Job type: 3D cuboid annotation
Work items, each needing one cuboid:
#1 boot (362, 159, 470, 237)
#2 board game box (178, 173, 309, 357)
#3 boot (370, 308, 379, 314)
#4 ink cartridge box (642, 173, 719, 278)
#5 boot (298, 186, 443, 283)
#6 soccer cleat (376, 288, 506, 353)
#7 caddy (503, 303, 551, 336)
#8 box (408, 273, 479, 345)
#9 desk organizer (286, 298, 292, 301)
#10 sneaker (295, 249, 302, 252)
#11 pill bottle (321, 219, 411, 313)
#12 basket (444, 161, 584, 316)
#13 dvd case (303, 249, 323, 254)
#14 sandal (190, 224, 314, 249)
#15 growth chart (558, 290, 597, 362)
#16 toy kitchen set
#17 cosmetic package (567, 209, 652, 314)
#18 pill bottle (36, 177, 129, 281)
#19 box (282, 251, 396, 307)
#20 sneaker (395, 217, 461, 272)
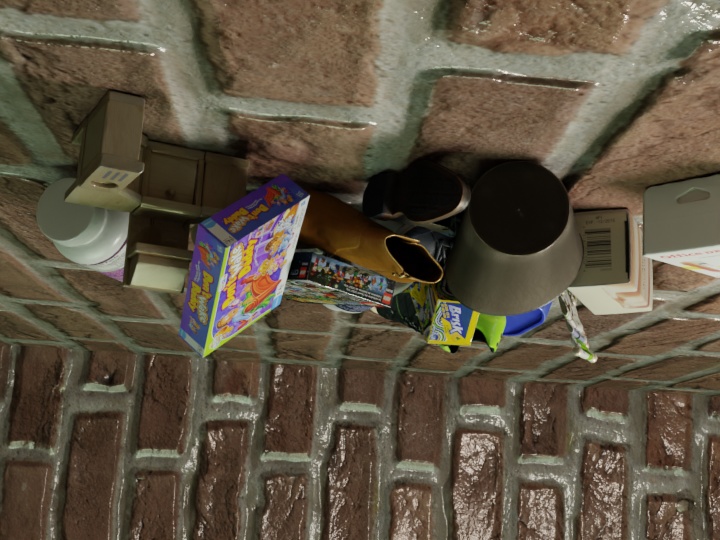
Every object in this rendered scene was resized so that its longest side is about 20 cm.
[{"bbox_3d":[0.091,-0.081,1.251,0.097,0.075,0.200,12,178,-29],"label":"boot"},{"bbox_3d":[-0.138,-0.003,1.262,0.045,0.134,0.200,40,141,18],"label":"board game box"},{"bbox_3d":[0.083,0.037,1.717,0.200,0.107,0.075,8,127,-28],"label":"boot"},{"bbox_3d":[0.447,-0.046,1.274,0.200,0.083,0.145,13,166,-37],"label":"ink cartridge box"},{"bbox_3d":[-0.001,-0.045,1.320,0.201,0.071,0.144,28,173,-20],"label":"boot"},{"bbox_3d":[0.111,0.075,1.575,0.200,0.081,0.068,5,154,23],"label":"soccer cleat"},{"bbox_3d":[0.215,0.016,1.617,0.141,0.105,0.200,27,157,-9],"label":"caddy"},{"bbox_3d":[0.110,0.022,1.503,0.064,0.070,0.200,6,-153,-12],"label":"box"},{"bbox_3d":[-0.017,0.022,1.770,0.200,0.072,0.077,6,172,-33],"label":"desk organizer"},{"bbox_3d":[-0.150,-0.011,1.596,0.112,0.073,0.200,14,164,-30],"label":"sneaker"},{"bbox_3d":[0.000,0.000,1.559,0.111,0.111,0.200,8,164,-19],"label":"pill bottle"},{"bbox_3d":[0.183,-0.039,1.280,0.180,0.136,0.200,-21,162,1],"label":"basket"},{"bbox_3d":[-0.106,-0.052,1.608,0.149,0.016,0.200,2,169,9],"label":"dvd case"},{"bbox_3d":[-0.115,-0.070,1.431,0.212,0.078,0.070,-7,-158,5],"label":"sandal"},{"bbox_3d":[0.275,0.026,1.444,0.018,0.200,0.145,-15,172,18],"label":"growth chart"},{"bbox_3d":[-0.204,-0.071,1.172,0.200,0.163,0.180,9,168,-25],"label":"toy kitchen set"},{"bbox_3d":[0.335,-0.008,1.457,0.087,0.103,0.200,-4,168,21],"label":"cosmetic package"},{"bbox_3d":[-0.337,-0.055,1.426,0.112,0.112,0.200,1,168,16],"label":"pill bottle"},{"bbox_3d":[-0.069,0.012,1.420,0.137,0.038,0.200,19,169,-35],"label":"box"},{"bbox_3d":[0.151,-0.011,1.420,0.202,0.077,0.146,1,-153,-24],"label":"sneaker"}]
